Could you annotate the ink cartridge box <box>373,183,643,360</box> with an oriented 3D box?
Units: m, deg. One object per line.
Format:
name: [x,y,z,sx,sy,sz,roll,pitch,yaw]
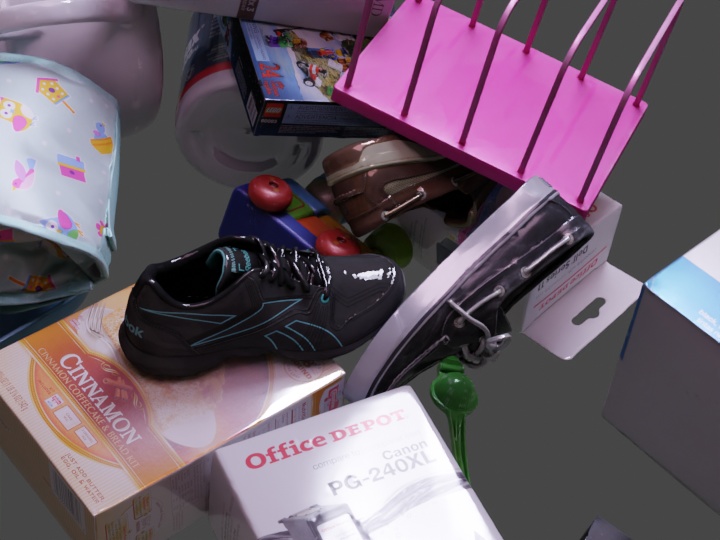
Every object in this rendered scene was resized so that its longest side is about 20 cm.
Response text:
ink cartridge box: [0.118,-0.032,1.191,0.200,0.068,0.117,35,53,25]

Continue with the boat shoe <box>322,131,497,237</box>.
boat shoe: [0.068,-0.067,1.141,0.201,0.075,0.075,-14,84,-26]

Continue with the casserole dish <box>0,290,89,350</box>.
casserole dish: [-0.285,0.022,1.123,0.200,0.039,0.121,-32,57,-31]

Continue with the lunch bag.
lunch bag: [-0.268,-0.064,1.092,0.199,0.122,0.171,6,47,-10]

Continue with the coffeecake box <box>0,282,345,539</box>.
coffeecake box: [-0.134,0.088,1.051,0.200,0.073,0.153,-28,54,-28]

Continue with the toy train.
toy train: [0.000,0.000,1.154,0.200,0.085,0.116,39,38,22]

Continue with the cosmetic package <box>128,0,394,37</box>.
cosmetic package: [-0.067,-0.240,1.129,0.199,0.102,0.074,6,47,-14]

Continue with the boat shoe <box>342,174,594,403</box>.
boat shoe: [0.074,0.029,1.039,0.068,0.074,0.199,44,83,11]

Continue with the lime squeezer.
lime squeezer: [0.077,0.069,1.101,0.038,0.071,0.201,16,73,-30]

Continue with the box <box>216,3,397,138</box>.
box: [-0.036,-0.184,1.186,0.136,0.038,0.201,-1,50,-23]

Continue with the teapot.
teapot: [-0.246,-0.186,1.215,0.145,0.201,0.198,-12,50,-21]

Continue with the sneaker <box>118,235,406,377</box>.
sneaker: [-0.060,0.017,1.022,0.199,0.079,0.076,-12,49,-19]

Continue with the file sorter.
file sorter: [0.107,-0.159,1.083,0.199,0.126,0.139,27,47,10]

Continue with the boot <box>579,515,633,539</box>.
boot: [0.226,0.213,0.969,0.199,0.066,0.165,25,50,14]

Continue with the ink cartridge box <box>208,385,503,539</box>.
ink cartridge box: [0.006,0.185,0.966,0.145,0.084,0.200,-17,51,-20]

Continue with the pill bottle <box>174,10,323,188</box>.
pill bottle: [-0.085,-0.174,1.271,0.119,0.120,0.201,4,46,-2]

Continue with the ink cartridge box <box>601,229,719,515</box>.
ink cartridge box: [0.297,0.052,1.076,0.200,0.148,0.145,-32,57,-30]
